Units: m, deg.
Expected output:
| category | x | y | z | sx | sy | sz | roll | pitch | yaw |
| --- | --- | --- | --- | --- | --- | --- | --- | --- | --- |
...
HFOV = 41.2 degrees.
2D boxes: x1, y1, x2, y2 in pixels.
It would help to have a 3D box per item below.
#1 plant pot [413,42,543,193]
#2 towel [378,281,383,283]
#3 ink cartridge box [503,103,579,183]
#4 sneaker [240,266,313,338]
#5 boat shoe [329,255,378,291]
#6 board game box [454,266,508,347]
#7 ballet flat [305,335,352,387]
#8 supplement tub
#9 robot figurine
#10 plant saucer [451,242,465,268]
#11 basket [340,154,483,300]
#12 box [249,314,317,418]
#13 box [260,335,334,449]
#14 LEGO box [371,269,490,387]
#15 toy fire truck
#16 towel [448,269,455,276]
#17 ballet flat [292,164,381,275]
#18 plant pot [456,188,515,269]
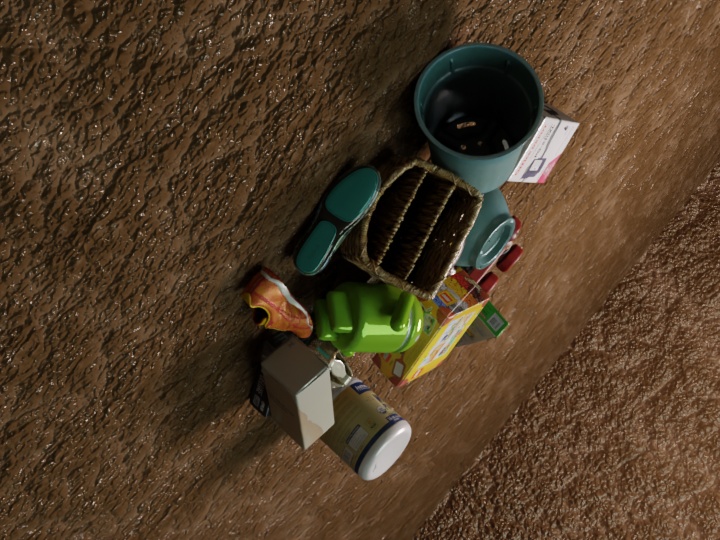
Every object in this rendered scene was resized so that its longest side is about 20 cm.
| category | x | y | z | sx | sy | sz | roll | pitch | yaw |
| --- | --- | --- | --- | --- | --- | --- | --- | --- | --- |
| plant pot | 0.187 | -0.230 | 1.554 | 0.200 | 0.200 | 0.196 | -47 | 164 | -10 |
| towel | 0.044 | 0.017 | 1.839 | 0.145 | 0.022 | 0.200 | -48 | 157 | -6 |
| ink cartridge box | 0.331 | -0.254 | 1.890 | 0.199 | 0.084 | 0.146 | -7 | 131 | -58 |
| sneaker | -0.136 | 0.062 | 1.530 | 0.077 | 0.073 | 0.200 | -45 | 146 | -5 |
| boat shoe | 0.000 | 0.000 | 1.681 | 0.063 | 0.073 | 0.201 | -29 | 153 | -56 |
| board game box | 0.198 | 0.078 | 1.946 | 0.040 | 0.153 | 0.200 | -43 | -175 | -20 |
| ballet flat | -0.051 | 0.178 | 1.715 | 0.071 | 0.065 | 0.200 | -51 | 156 | -7 |
| supplement tub | -0.012 | 0.306 | 1.926 | 0.144 | 0.200 | 0.145 | -40 | 155 | -24 |
| robot figurine | 0.021 | 0.080 | 1.616 | 0.199 | 0.117 | 0.175 | 5 | 155 | -34 |
| plant saucer | 0.116 | -0.060 | 1.718 | 0.199 | 0.032 | 0.202 | -9 | 109 | -28 |
| basket | 0.075 | -0.078 | 1.537 | 0.142 | 0.149 | 0.201 | 32 | 85 | -33 |
| box | -0.103 | 0.158 | 1.739 | 0.199 | 0.050 | 0.159 | -26 | 145 | -44 |
| box | -0.104 | 0.210 | 1.636 | 0.078 | 0.095 | 0.201 | -39 | 151 | -24 |
| LEGO box | 0.132 | 0.109 | 1.800 | 0.148 | 0.077 | 0.201 | -19 | 149 | -49 |
| toy fire truck | 0.268 | -0.034 | 1.990 | 0.200 | 0.112 | 0.168 | -48 | -178 | -10 |
| towel | 0.097 | -0.019 | 1.766 | 0.132 | 0.034 | 0.201 | -41 | 129 | -12 |
| ballet flat | -0.040 | -0.082 | 1.509 | 0.200 | 0.074 | 0.074 | -51 | 157 | 3 |
| plant pot | 0.214 | -0.087 | 1.857 | 0.200 | 0.134 | 0.201 | -40 | 155 | -23 |
